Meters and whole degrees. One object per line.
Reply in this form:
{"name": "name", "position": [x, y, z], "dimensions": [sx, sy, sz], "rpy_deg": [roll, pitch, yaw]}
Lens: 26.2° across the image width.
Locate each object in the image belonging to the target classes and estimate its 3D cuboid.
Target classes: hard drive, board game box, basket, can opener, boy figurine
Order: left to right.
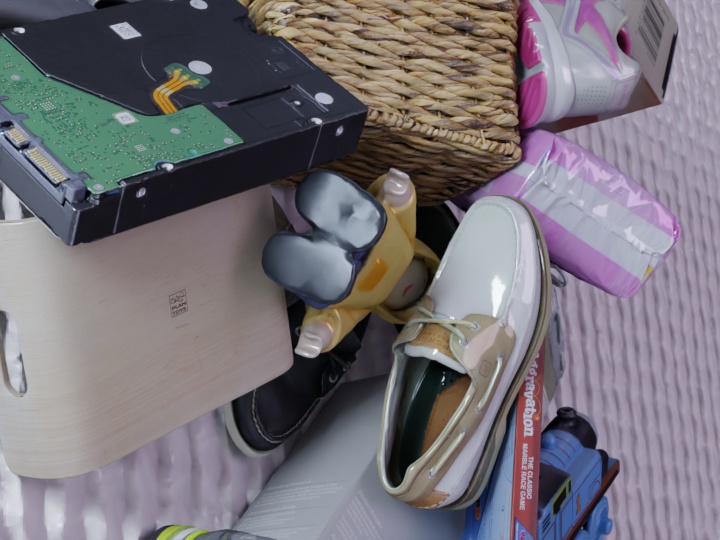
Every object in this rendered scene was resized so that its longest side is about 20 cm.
{"name": "can opener", "position": [-0.180, -0.143, 0.891], "dimensions": [0.200, 0.053, 0.067], "rpy_deg": [5, 42, -55]}
{"name": "hard drive", "position": [-0.112, -0.089, 0.828], "dimensions": [0.200, 0.038, 0.140], "rpy_deg": [-22, 53, -42]}
{"name": "basket", "position": [-0.005, -0.139, 1.030], "dimensions": [0.200, 0.143, 0.149], "rpy_deg": [11, 70, -29]}
{"name": "boy figurine", "position": [0.000, 0.000, 0.937], "dimensions": [0.124, 0.064, 0.200], "rpy_deg": [-60, 162, -2]}
{"name": "board game box", "position": [0.089, 0.147, 0.985], "dimensions": [0.019, 0.103, 0.200], "rpy_deg": [10, 66, -11]}

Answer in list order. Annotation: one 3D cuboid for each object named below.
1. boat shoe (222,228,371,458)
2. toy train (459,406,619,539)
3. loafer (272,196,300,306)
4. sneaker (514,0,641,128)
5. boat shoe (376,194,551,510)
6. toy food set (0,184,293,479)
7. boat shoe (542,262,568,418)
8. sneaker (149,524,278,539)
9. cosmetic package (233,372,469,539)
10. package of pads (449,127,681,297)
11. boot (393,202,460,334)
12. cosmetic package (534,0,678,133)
{"name": "boat shoe", "position": [-0.027, 0.039, 1.017], "dimensions": [0.075, 0.066, 0.199], "rpy_deg": [58, 37, -24]}
{"name": "toy train", "position": [0.135, 0.181, 1.164], "dimensions": [0.200, 0.087, 0.114], "rpy_deg": [-38, 133, -54]}
{"name": "loafer", "position": [-0.106, -0.051, 0.946], "dimensions": [0.200, 0.075, 0.070], "rpy_deg": [48, 12, -36]}
{"name": "sneaker", "position": [0.142, -0.165, 1.089], "dimensions": [0.200, 0.088, 0.081], "rpy_deg": [-97, -164, -47]}
{"name": "boat shoe", "position": [0.062, 0.049, 0.944], "dimensions": [0.068, 0.075, 0.200], "rpy_deg": [13, 89, -54]}
{"name": "toy food set", "position": [-0.120, 0.012, 0.857], "dimensions": [0.200, 0.060, 0.144], "rpy_deg": [-26, 118, -44]}
{"name": "boat shoe", "position": [0.107, 0.032, 1.061], "dimensions": [0.065, 0.074, 0.202], "rpy_deg": [-50, 146, -26]}
{"name": "sneaker", "position": [-0.070, 0.239, 0.867], "dimensions": [0.074, 0.081, 0.200], "rpy_deg": [-3, 81, -56]}
{"name": "cosmetic package", "position": [0.000, 0.160, 1.000], "dimensions": [0.107, 0.090, 0.200], "rpy_deg": [65, 32, -18]}
{"name": "package of pads", "position": [0.130, -0.051, 1.100], "dimensions": [0.120, 0.200, 0.076], "rpy_deg": [35, 91, -19]}
{"name": "boot", "position": [0.089, 0.017, 1.194], "dimensions": [0.154, 0.073, 0.204], "rpy_deg": [-48, 124, -54]}
{"name": "cosmetic package", "position": [0.137, -0.165, 1.215], "dimensions": [0.087, 0.200, 0.103], "rpy_deg": [53, 41, -33]}
